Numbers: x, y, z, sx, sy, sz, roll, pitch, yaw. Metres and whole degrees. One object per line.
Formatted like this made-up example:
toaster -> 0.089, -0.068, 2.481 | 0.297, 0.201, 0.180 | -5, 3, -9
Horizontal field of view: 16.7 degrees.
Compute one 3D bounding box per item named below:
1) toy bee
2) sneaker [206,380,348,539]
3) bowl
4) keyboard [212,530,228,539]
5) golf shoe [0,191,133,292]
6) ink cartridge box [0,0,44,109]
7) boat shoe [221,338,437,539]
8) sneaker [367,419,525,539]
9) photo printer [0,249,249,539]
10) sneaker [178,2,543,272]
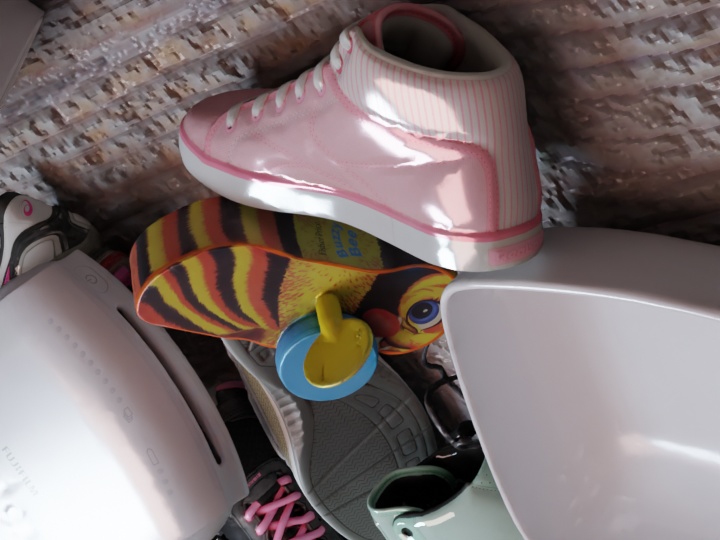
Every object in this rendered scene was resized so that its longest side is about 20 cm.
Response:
toy bee -> 0.000, 0.000, 1.130 | 0.109, 0.200, 0.131 | -51, 54, 30
sneaker -> -0.035, 0.140, 1.311 | 0.095, 0.079, 0.200 | 41, 166, 48
bowl -> 0.149, 0.061, 1.074 | 0.200, 0.075, 0.200 | 11, 138, 35
keyboard -> -0.137, 0.138, 1.396 | 0.200, 0.021, 0.127 | 17, 150, -18
golf shoe -> -0.184, 0.030, 1.349 | 0.092, 0.073, 0.200 | 39, 137, 6
ink cartridge box -> -0.277, -0.116, 1.191 | 0.200, 0.084, 0.145 | 34, 135, -14
boat shoe -> -0.023, 0.055, 1.237 | 0.202, 0.074, 0.065 | 56, 179, -29
sneaker -> 0.032, 0.152, 1.253 | 0.118, 0.074, 0.200 | 38, 127, -19
photo printer -> -0.159, 0.095, 1.257 | 0.200, 0.069, 0.166 | -35, 89, 35
sneaker -> -0.003, -0.075, 1.062 | 0.200, 0.075, 0.105 | 20, 125, 41
